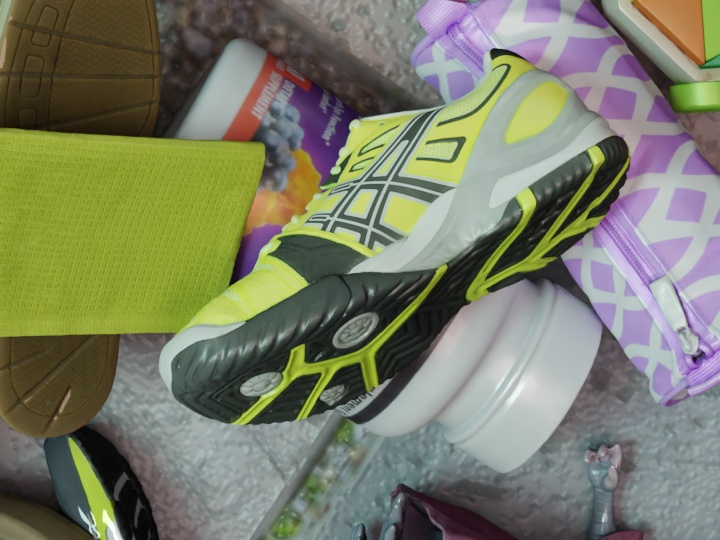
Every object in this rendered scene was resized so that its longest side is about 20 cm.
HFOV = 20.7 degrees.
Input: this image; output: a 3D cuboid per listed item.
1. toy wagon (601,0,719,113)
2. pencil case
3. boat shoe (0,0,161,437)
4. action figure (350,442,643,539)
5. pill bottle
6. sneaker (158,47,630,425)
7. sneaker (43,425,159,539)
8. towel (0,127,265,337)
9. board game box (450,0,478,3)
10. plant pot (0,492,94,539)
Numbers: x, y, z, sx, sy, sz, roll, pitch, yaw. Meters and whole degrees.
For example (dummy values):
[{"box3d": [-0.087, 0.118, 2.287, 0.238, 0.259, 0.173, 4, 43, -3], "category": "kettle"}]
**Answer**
[{"box3d": [0.199, -0.151, 0.851, 0.198, 0.040, 0.157, -5, 92, -11], "category": "toy wagon"}, {"box3d": [0.103, -0.035, 0.826, 0.084, 0.085, 0.201, -45, 75, 34], "category": "pencil case"}, {"box3d": [-0.127, -0.039, 0.771, 0.073, 0.062, 0.202, 3, 101, -34], "category": "boat shoe"}, {"box3d": [0.092, 0.160, 0.866, 0.198, 0.134, 0.150, 18, 104, -9], "category": "action figure"}, {"box3d": [0.000, 0.000, 0.839, 0.199, 0.111, 0.112, 33, 96, -10], "category": "pill bottle"}, {"box3d": [0.006, -0.011, 0.758, 0.199, 0.076, 0.077, -30, 64, -16], "category": "sneaker"}, {"box3d": [-0.127, 0.169, 0.882, 0.080, 0.074, 0.202, -6, 99, 0], "category": "sneaker"}, {"box3d": [-0.127, -0.011, 0.713, 0.198, 0.018, 0.087, 0, 122, -36], "category": "towel"}, {"box3d": [-0.004, -0.222, 0.784, 0.146, 0.064, 0.202, 10, 78, -9], "category": "board game box"}, {"box3d": [-0.180, 0.199, 0.830, 0.199, 0.093, 0.203, 3, 97, 23], "category": "plant pot"}]
